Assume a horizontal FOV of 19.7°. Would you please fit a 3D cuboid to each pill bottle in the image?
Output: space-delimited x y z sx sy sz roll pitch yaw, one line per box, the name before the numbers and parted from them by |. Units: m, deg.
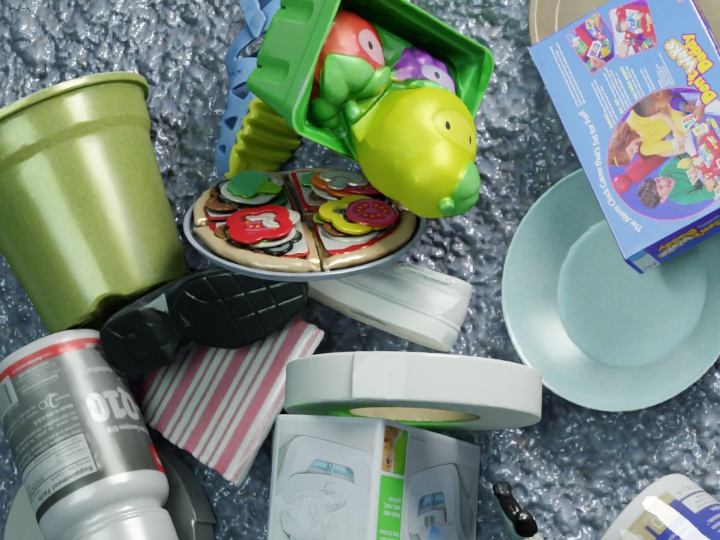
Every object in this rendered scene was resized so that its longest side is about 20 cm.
pill bottle | -0.228 0.161 1.743 0.114 0.114 0.201 -32 68 17
pill bottle | 0.272 0.254 1.518 0.200 0.120 0.120 39 97 27

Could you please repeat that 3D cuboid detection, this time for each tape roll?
tape roll | -0.220 0.242 1.807 0.202 0.037 0.204 -6 77 26
tape roll | 0.040 0.095 1.604 0.202 0.203 0.037 -2 78 26

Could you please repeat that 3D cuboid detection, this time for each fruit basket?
fruit basket | 0.033 -0.132 1.664 0.215 0.215 0.156 22 90 28

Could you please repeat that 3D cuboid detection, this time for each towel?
towel | -0.112 0.086 1.743 0.200 0.030 0.147 27 88 54

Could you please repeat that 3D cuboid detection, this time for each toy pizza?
toy pizza | -0.046 -0.048 1.701 0.199 0.200 0.032 15 121 27

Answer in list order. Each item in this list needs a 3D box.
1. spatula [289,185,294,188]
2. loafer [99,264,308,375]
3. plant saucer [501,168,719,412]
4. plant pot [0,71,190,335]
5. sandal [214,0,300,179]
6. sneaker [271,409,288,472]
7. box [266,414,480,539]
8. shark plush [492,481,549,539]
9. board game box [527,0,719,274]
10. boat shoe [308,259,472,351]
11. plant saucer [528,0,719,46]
spatula | -0.090 0.023 1.796 0.056 0.021 0.201 22 90 25
loafer | -0.123 0.025 1.718 0.199 0.072 0.073 -15 109 29
plant saucer | 0.210 0.014 1.642 0.200 0.039 0.202 -6 77 25
plant pot | -0.240 -0.044 1.803 0.200 0.200 0.185 -28 81 18
sandal | -0.083 -0.172 1.807 0.087 0.079 0.201 15 79 33
sneaker | -0.045 0.193 1.705 0.070 0.082 0.201 -14 74 21
box | 0.009 0.211 1.610 0.096 0.200 0.178 -1 78 25
shark plush | 0.133 0.261 1.617 0.083 0.091 0.201 -47 65 44
board game box | 0.230 -0.118 1.614 0.134 0.045 0.201 -28 66 16
boat shoe | 0.000 0.000 1.729 0.199 0.072 0.069 22 79 26
plant saucer | 0.233 -0.211 1.681 0.199 0.029 0.201 -6 77 25
